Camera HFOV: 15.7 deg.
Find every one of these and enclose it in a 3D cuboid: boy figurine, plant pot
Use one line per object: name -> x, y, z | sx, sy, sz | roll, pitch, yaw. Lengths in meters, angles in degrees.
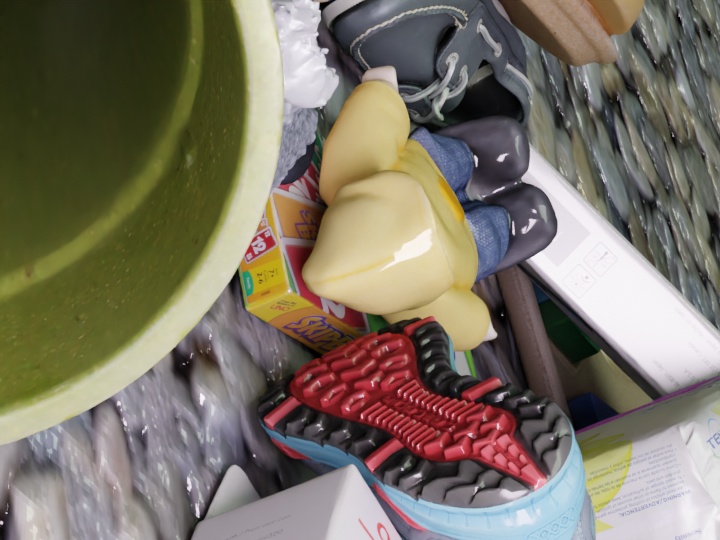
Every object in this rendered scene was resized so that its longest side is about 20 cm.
boy figurine -> 0.024, -0.025, 1.085 | 0.200, 0.064, 0.125 | -20, 91, -73
plant pot -> -0.126, -0.084, 0.695 | 0.200, 0.199, 0.190 | 57, 11, -28

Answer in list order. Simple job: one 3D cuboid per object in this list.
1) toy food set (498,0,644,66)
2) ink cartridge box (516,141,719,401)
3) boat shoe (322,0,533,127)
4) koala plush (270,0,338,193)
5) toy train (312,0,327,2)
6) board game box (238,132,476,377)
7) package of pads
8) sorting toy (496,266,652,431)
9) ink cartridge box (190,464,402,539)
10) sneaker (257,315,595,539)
toy food set -> 0.060, -0.178, 1.312 | 0.198, 0.049, 0.200 | 43, 2, 7
ink cartridge box -> 0.127, 0.018, 1.276 | 0.200, 0.045, 0.176 | 45, 1, 0
boat shoe -> 0.041, -0.103, 1.265 | 0.062, 0.073, 0.200 | 68, 15, 11
koala plush -> -0.069, -0.088, 0.855 | 0.184, 0.177, 0.201 | 38, 35, -34
toy train -> -0.052, -0.159, 1.057 | 0.200, 0.055, 0.151 | 32, 69, -60
board game box -> 0.000, 0.000, 1.125 | 0.200, 0.030, 0.096 | 37, 37, -59
package of pads -> 0.107, 0.102, 1.102 | 0.069, 0.154, 0.200 | 68, 20, 1
sorting toy -> 0.132, 0.064, 1.377 | 0.200, 0.036, 0.186 | 23, 48, -63
ink cartridge box -> -0.012, 0.149, 0.878 | 0.117, 0.067, 0.200 | 59, 22, -21
sneaker -> 0.025, 0.084, 0.965 | 0.200, 0.079, 0.096 | 35, -32, 65
